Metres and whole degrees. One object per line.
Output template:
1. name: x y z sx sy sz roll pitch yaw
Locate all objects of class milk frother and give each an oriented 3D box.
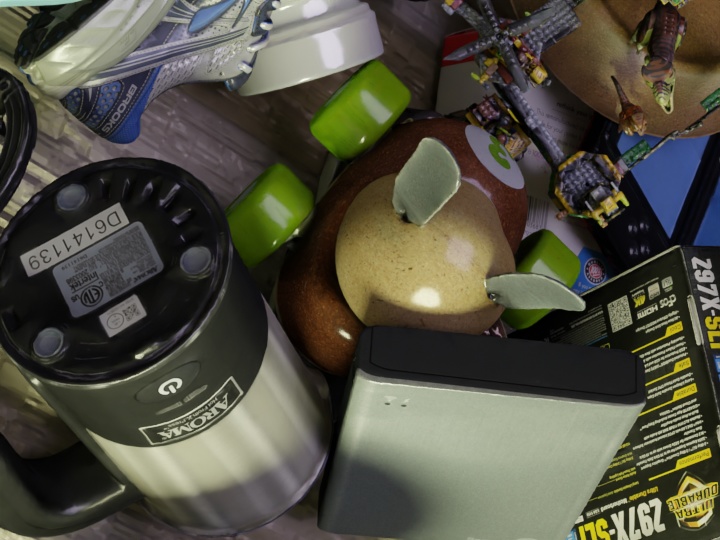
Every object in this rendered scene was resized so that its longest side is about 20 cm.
1. milk frother: -0.127 0.015 0.965 0.188 0.180 0.200 65 12 -58

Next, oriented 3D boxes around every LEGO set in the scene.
1. LEGO set: 0.153 -0.120 1.053 0.200 0.116 0.154 -28 91 0

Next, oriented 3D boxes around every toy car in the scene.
1. toy car: 0.042 -0.018 0.981 0.164 0.200 0.158 44 74 -9

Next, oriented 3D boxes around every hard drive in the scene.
1. hard drive: 0.056 0.092 1.005 0.139 0.200 0.033 6 61 -4

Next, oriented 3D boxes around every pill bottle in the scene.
1. pill bottle: -0.055 -0.201 1.039 0.113 0.113 0.201 -23 102 -37

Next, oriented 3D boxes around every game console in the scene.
1. game console: 0.235 -0.072 1.184 0.172 0.118 0.200 54 50 -38

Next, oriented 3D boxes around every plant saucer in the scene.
1. plant saucer: 0.179 -0.178 1.164 0.200 0.035 0.201 10 66 -24

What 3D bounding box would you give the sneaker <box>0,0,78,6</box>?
1. sneaker: -0.211 -0.171 0.946 0.199 0.131 0.080 2 113 -5

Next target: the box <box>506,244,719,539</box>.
1. box: 0.149 0.092 1.104 0.049 0.200 0.160 0 70 -35

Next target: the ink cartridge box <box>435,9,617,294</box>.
1. ink cartridge box: 0.106 -0.076 1.185 0.116 0.067 0.201 17 77 -39

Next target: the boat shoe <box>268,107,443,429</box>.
1. boat shoe: 0.000 0.000 1.102 0.072 0.060 0.202 26 71 -35

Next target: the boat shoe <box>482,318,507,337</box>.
1. boat shoe: 0.052 0.104 1.134 0.074 0.075 0.203 -2 96 -4

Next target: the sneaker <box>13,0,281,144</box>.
1. sneaker: -0.073 -0.140 0.965 0.200 0.077 0.085 -38 122 -1
